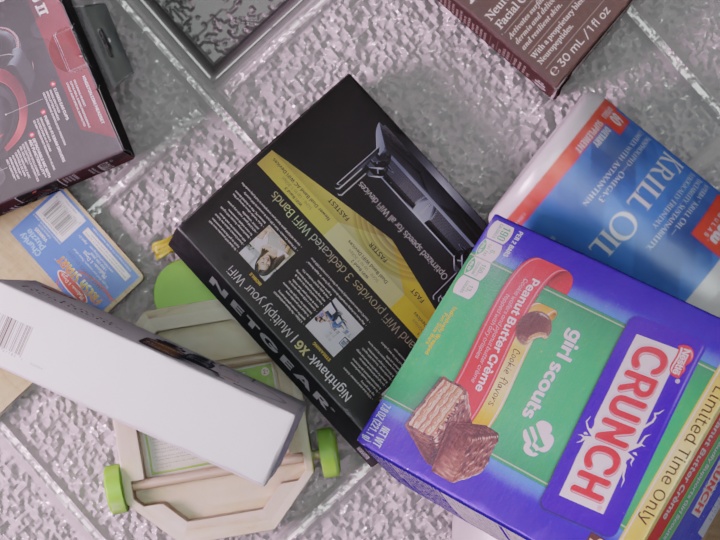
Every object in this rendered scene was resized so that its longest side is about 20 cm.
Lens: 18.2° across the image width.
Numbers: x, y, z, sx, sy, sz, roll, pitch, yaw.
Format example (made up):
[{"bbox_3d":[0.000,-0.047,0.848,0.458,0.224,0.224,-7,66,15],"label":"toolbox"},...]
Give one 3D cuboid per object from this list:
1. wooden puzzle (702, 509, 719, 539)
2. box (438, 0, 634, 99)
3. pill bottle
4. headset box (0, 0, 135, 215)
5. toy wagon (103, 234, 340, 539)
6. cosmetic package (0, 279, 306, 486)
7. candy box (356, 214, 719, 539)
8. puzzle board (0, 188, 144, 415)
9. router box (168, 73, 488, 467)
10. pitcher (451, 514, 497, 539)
[{"bbox_3d":[0.243,0.157,1.430,0.046,0.185,0.201,18,92,40],"label":"wooden puzzle"},{"bbox_3d":[0.084,-0.216,1.466,0.200,0.075,0.100,40,91,3],"label":"box"},{"bbox_3d":[0.190,-0.012,1.444,0.200,0.112,0.112,38,90,0],"label":"pill bottle"},{"bbox_3d":[-0.247,-0.111,1.454,0.199,0.075,0.150,-24,89,0],"label":"headset box"},{"bbox_3d":[-0.100,0.075,1.484,0.154,0.040,0.202,-9,89,1],"label":"toy wagon"},{"bbox_3d":[-0.134,0.066,1.390,0.199,0.151,0.052,24,88,1],"label":"cosmetic package"},{"bbox_3d":[0.125,0.085,1.341,0.199,0.077,0.170,26,80,32],"label":"candy box"},{"bbox_3d":[-0.263,-0.018,1.499,0.151,0.017,0.200,-43,90,-1],"label":"puzzle board"},{"bbox_3d":[0.000,0.000,1.454,0.157,0.052,0.200,-42,89,-17],"label":"router box"},{"bbox_3d":[0.130,0.178,1.429,0.171,0.121,0.201,27,95,28],"label":"pitcher"}]
